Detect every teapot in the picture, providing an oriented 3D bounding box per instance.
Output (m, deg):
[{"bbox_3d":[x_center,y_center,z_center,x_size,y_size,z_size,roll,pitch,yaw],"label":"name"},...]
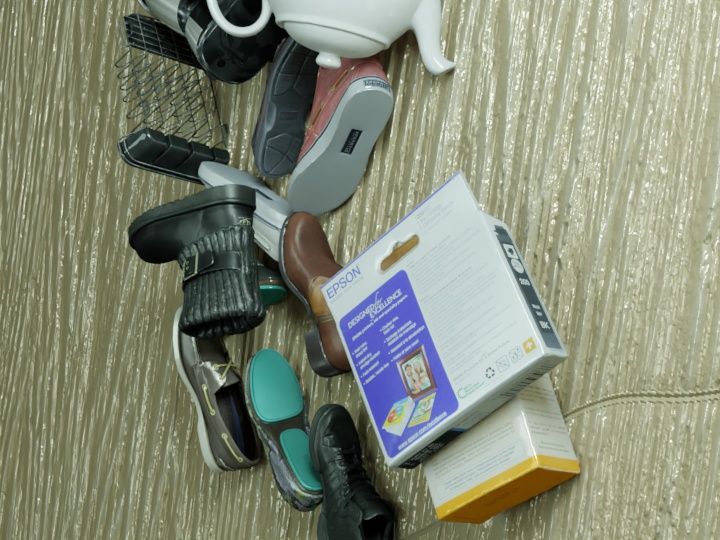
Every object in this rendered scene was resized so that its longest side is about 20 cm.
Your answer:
[{"bbox_3d":[-0.024,-0.279,1.619,0.199,0.196,0.148,15,92,49],"label":"teapot"}]

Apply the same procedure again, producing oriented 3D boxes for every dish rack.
[{"bbox_3d":[-0.235,-0.212,1.940,0.054,0.153,0.202,-30,63,32],"label":"dish rack"}]

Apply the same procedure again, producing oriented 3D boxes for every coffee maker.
[{"bbox_3d":[-0.158,-0.340,1.858,0.200,0.134,0.194,44,120,45],"label":"coffee maker"}]

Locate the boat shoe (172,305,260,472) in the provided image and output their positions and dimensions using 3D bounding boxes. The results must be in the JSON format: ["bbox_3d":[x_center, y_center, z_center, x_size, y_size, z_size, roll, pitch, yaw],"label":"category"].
[{"bbox_3d":[-0.164,0.134,1.852,0.059,0.072,0.202,-10,95,37],"label":"boat shoe"}]

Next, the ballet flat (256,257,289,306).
[{"bbox_3d":[-0.151,0.022,1.873,0.199,0.067,0.069,-30,55,48],"label":"ballet flat"}]

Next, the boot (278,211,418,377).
[{"bbox_3d":[0.000,0.000,1.669,0.199,0.068,0.191,-29,64,48],"label":"boot"}]

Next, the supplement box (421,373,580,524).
[{"bbox_3d":[0.110,0.118,1.488,0.126,0.073,0.202,-32,61,33],"label":"supplement box"}]

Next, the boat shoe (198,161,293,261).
[{"bbox_3d":[-0.132,-0.066,1.856,0.199,0.070,0.071,34,111,42],"label":"boat shoe"}]

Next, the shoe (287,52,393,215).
[{"bbox_3d":[-0.025,-0.154,1.723,0.092,0.071,0.201,-100,31,-42],"label":"shoe"}]

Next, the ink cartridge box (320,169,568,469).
[{"bbox_3d":[0.070,0.046,1.460,0.198,0.043,0.202,-39,59,29],"label":"ink cartridge box"}]

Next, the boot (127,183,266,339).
[{"bbox_3d":[-0.189,0.003,1.802,0.210,0.079,0.160,-19,70,47],"label":"boot"}]

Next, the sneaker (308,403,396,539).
[{"bbox_3d":[-0.001,0.241,1.657,0.104,0.059,0.203,-2,91,54],"label":"sneaker"}]

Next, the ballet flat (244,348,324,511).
[{"bbox_3d":[-0.088,0.183,1.773,0.072,0.071,0.202,-53,46,36],"label":"ballet flat"}]

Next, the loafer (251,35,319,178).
[{"bbox_3d":[-0.084,-0.204,1.803,0.063,0.071,0.202,51,129,47],"label":"loafer"}]
